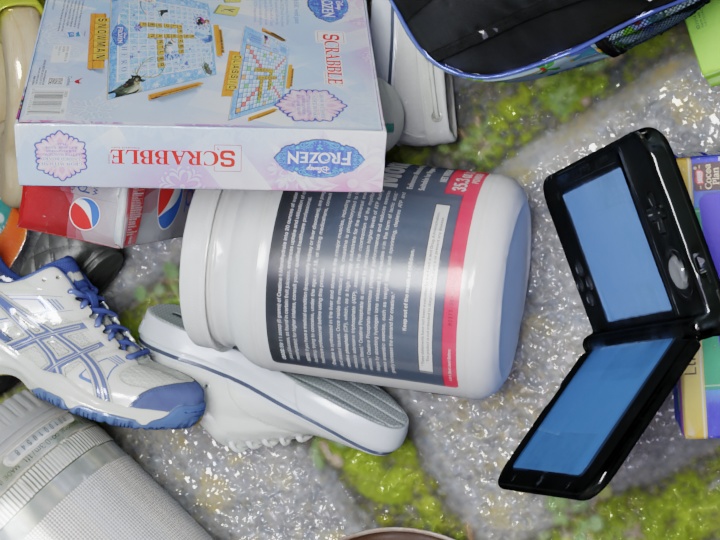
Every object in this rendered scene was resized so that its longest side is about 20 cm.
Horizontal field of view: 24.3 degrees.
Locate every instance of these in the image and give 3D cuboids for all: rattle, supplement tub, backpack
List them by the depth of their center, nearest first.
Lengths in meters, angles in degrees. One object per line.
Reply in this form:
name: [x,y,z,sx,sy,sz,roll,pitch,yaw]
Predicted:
backpack: [0.111,-0.204,0.953,0.199,0.147,0.184,-25,90,21]
supplement tub: [0.000,0.000,1.048,0.199,0.140,0.141,7,96,13]
rattle: [-0.197,-0.101,1.138,0.130,0.142,0.201,11,108,50]

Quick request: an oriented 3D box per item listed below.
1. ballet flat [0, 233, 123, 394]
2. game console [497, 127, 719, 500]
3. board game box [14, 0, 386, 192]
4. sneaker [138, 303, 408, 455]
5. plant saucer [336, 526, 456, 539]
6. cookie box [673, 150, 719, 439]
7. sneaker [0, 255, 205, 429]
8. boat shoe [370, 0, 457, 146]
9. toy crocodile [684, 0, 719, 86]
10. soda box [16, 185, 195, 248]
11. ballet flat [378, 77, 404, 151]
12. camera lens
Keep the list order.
ballet flat: [-0.243,0.035,1.155,0.200,0.066,0.057,-44,70,7]
game console: [0.125,0.028,0.975,0.116,0.200,0.177,-20,89,-12]
board game box: [-0.090,-0.113,0.971,0.198,0.200,0.041,1,123,-4]
sneaker: [-0.062,0.087,1.113,0.199,0.073,0.071,22,108,20]
plant saucer: [0.032,0.267,1.115,0.199,0.034,0.202,1,95,14]
cookie box: [0.286,0.008,1.004,0.199,0.075,0.172,-4,93,8]
sneaker: [-0.187,0.039,1.074,0.199,0.075,0.089,20,92,6]
boat shoe: [0.052,-0.178,1.056,0.085,0.075,0.203,6,98,13]
toy crocodile: [0.200,-0.212,1.028,0.067,0.062,0.201,-22,92,28]
soda box: [-0.140,-0.057,1.047,0.070,0.200,0.064,11,97,12]
ballet flat: [-0.069,-0.111,1.057,0.199,0.069,0.070,14,98,25]
camera lens: [-0.191,0.196,1.099,0.200,0.160,0.160,43,102,7]
